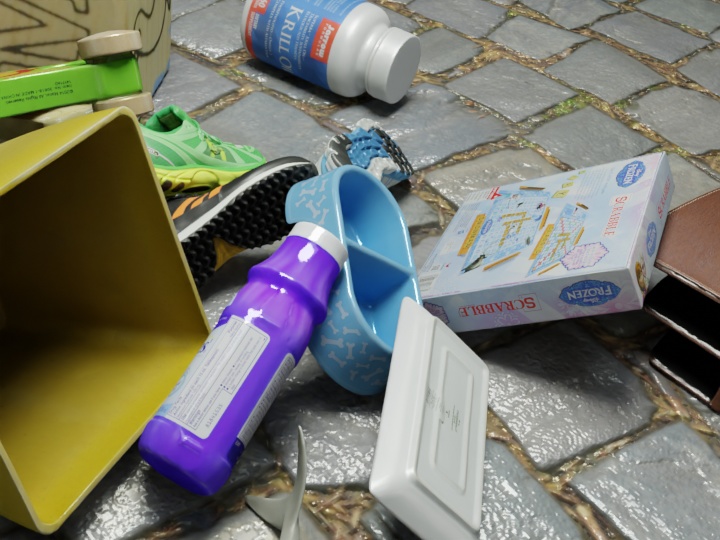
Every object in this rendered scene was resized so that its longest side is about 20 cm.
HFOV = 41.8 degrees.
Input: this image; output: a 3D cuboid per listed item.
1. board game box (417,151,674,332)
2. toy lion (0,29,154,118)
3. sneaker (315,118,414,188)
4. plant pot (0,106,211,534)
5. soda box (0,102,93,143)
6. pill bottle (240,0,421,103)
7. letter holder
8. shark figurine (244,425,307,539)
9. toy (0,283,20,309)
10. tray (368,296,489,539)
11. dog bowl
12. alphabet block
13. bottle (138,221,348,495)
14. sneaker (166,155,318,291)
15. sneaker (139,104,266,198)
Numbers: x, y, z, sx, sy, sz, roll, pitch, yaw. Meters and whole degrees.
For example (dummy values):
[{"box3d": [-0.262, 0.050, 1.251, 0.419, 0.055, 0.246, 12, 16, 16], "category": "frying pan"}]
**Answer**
[{"box3d": [0.160, -0.024, 0.827, 0.199, 0.041, 0.200, -10, 28, 32], "category": "board game box"}, {"box3d": [-0.285, -0.141, 0.747, 0.199, 0.069, 0.191, -17, 18, -25], "category": "toy lion"}, {"box3d": [-0.012, -0.094, 0.934, 0.075, 0.087, 0.200, 50, 24, 5], "category": "sneaker"}, {"box3d": [-0.247, 0.022, 0.632, 0.176, 0.201, 0.200, 3, 33, 27], "category": "plant pot"}, {"box3d": [-0.311, -0.122, 0.853, 0.199, 0.064, 0.068, 13, 31, 36], "category": "soda box"}, {"box3d": [-0.033, -0.273, 1.116, 0.199, 0.113, 0.112, 26, 41, 20], "category": "pill bottle"}, {"box3d": [0.333, 0.012, 0.857, 0.199, 0.101, 0.142, -25, 48, -36], "category": "letter holder"}, {"box3d": [-0.087, 0.188, 0.551, 0.214, 0.090, 0.128, -26, 52, -35], "category": "shark figurine"}, {"box3d": [-0.281, -0.043, 0.823, 0.115, 0.047, 0.200, -1, 40, -17], "category": "toy"}, {"box3d": [0.061, 0.109, 0.683, 0.107, 0.022, 0.200, 43, 33, -21], "category": "tray"}, {"box3d": [0.000, 0.000, 0.765, 0.111, 0.049, 0.201, 25, 45, -41], "category": "dog bowl"}, {"box3d": [-0.313, -0.280, 0.990, 0.195, 0.201, 0.196, 9, 38, -2], "category": "alphabet block"}, {"box3d": [-0.077, 0.057, 0.661, 0.065, 0.084, 0.200, 32, 69, -3], "category": "bottle"}, {"box3d": [-0.131, -0.049, 0.816, 0.200, 0.070, 0.090, -37, 49, -17], "category": "sneaker"}, {"box3d": [-0.153, -0.111, 0.867, 0.074, 0.084, 0.200, -14, -2, 28], "category": "sneaker"}]
